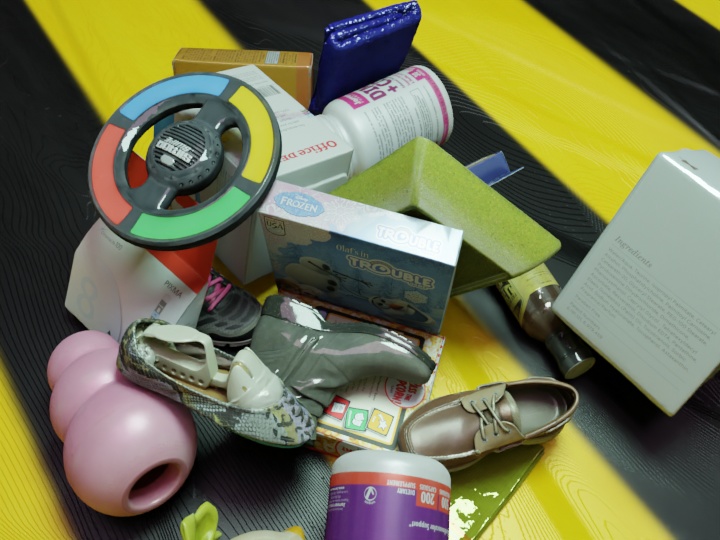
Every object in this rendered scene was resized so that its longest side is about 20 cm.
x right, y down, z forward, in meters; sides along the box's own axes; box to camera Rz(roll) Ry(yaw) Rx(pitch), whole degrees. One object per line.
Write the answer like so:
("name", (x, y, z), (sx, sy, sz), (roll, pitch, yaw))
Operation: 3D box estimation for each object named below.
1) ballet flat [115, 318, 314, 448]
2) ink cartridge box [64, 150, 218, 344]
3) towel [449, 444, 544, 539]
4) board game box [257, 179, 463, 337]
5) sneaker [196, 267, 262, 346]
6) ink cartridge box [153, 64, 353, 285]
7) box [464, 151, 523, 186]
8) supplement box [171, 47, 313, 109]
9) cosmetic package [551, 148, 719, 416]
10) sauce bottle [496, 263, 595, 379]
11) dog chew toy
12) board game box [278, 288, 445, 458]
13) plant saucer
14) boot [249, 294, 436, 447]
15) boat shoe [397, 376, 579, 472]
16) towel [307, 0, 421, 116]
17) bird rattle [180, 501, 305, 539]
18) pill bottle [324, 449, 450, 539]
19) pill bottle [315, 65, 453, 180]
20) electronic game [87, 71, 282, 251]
("ballet flat", (-0.129, 0.095, 0.632), (0.196, 0.073, 0.073), (22, 55, 5))
("ink cartridge box", (-0.232, -0.001, 0.739), (0.159, 0.203, 0.047), (36, 32, 23))
("towel", (0.098, 0.221, 0.708), (0.086, 0.018, 0.199), (39, 60, 21))
("board game box", (0.000, 0.000, 0.747), (0.195, 0.200, 0.044), (16, 63, 9))
("sneaker", (-0.191, 0.012, 0.797), (0.197, 0.088, 0.074), (30, 57, 17))
("ink cartridge box", (-0.133, -0.119, 0.839), (0.145, 0.148, 0.200), (-25, 56, -38))
("box", (0.093, -0.092, 0.835), (0.119, 0.199, 0.033), (-28, 96, -22))
("supplement box", (-0.166, -0.277, 1.014), (0.194, 0.068, 0.070), (1, 36, -4))
("cosmetic package", (0.341, 0.004, 0.736), (0.165, 0.203, 0.166), (-13, 49, -48))
("sauce bottle", (0.203, 0.031, 0.824), (0.063, 0.065, 0.203), (-16, 55, -15))
("dog chew toy", (-0.243, 0.136, 0.690), (0.123, 0.126, 0.200), (-30, 52, -23))
("board game box", (-0.020, 0.117, 0.757), (0.195, 0.047, 0.154), (16, 54, 8))
("plant saucer", (0.072, -0.032, 0.740), (0.198, 0.198, 0.049), (32, 62, -23))
("boot", (-0.032, 0.116, 0.701), (0.195, 0.068, 0.133), (16, 67, 8))
("boat shoe", (0.129, 0.143, 0.697), (0.195, 0.072, 0.077), (-12, 67, -22))
("towel", (-0.004, -0.270, 0.946), (0.146, 0.201, 0.050), (-30, 78, -23))
("bird rattle", (-0.096, 0.298, 0.593), (0.159, 0.114, 0.203), (-7, 56, -29))
("pill bottle", (0.020, 0.265, 0.600), (0.109, 0.113, 0.205), (5, 66, 0))
("pill bottle", (0.017, -0.184, 0.937), (0.197, 0.115, 0.114), (-29, 60, -23))
("electronic game", (-0.172, -0.112, 0.690), (0.194, 0.042, 0.205), (-3, 64, 6))
